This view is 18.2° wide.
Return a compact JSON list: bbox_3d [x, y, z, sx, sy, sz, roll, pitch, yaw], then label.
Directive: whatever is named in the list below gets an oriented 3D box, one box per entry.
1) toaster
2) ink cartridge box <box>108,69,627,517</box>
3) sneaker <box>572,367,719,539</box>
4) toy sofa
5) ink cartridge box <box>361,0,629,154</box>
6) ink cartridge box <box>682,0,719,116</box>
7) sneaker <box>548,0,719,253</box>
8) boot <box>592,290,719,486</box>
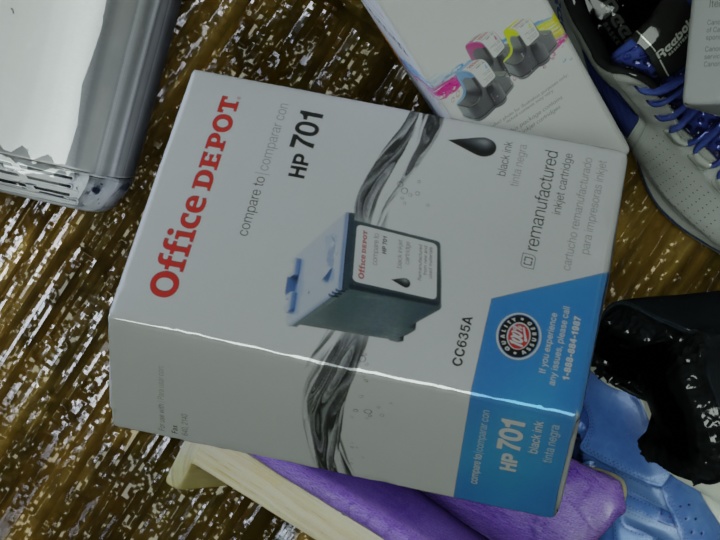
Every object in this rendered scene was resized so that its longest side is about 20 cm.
[{"bbox_3d":[-0.167,-0.105,1.075,0.199,0.114,0.130,13,94,-2],"label":"toaster"},{"bbox_3d":[0.004,0.008,0.975,0.199,0.086,0.147,12,54,4],"label":"ink cartridge box"},{"bbox_3d":[0.116,0.122,1.088,0.111,0.077,0.200,-38,96,-9],"label":"sneaker"},{"bbox_3d":[0.018,0.101,1.051,0.200,0.083,0.098,30,100,22],"label":"toy sofa"},{"bbox_3d":[0.037,-0.129,1.020,0.068,0.115,0.200,-34,129,1],"label":"ink cartridge box"},{"bbox_3d":[0.226,-0.165,0.970,0.145,0.083,0.201,3,86,44],"label":"ink cartridge box"},{"bbox_3d":[0.153,-0.084,1.068,0.081,0.115,0.200,-42,90,2],"label":"sneaker"},{"bbox_3d":[0.216,0.073,1.016,0.168,0.077,0.200,-14,47,-32],"label":"boot"}]
